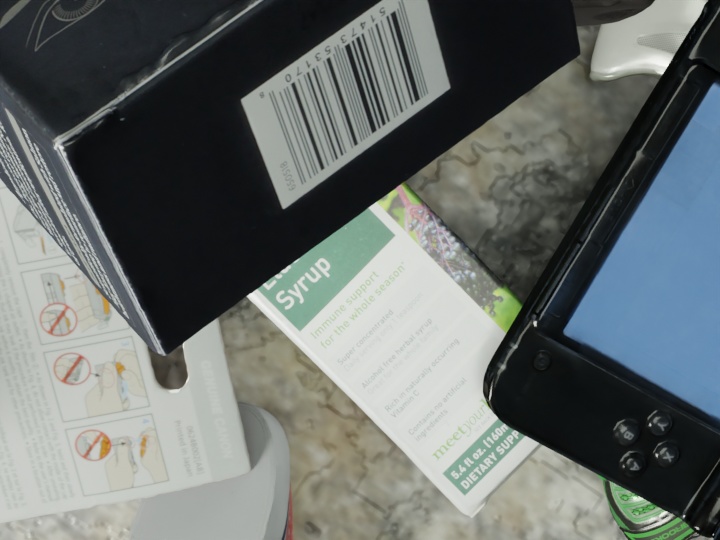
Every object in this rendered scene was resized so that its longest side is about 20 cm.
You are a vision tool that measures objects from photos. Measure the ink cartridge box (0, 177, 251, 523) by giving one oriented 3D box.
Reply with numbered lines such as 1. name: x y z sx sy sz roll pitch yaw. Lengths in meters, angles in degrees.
1. ink cartridge box: -0.157 0.026 0.784 0.198 0.047 0.161 -11 117 1

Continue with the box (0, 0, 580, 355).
1. box: -0.059 -0.111 0.690 0.196 0.200 0.118 -36 141 -14

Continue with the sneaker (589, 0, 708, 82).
1. sneaker: 0.187 -0.059 0.804 0.199 0.074 0.089 33 95 4

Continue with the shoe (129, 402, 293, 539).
1. shoe: -0.055 0.164 0.826 0.071 0.091 0.201 -1 69 32

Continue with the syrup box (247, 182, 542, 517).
1. syrup box: 0.000 0.000 0.797 0.079 0.081 0.200 -44 98 2

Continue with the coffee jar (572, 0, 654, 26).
1. coffee jar: 0.105 -0.196 0.752 0.085 0.104 0.201 22 88 -6

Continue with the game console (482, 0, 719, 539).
1. game console: 0.173 0.020 0.713 0.175 0.116 0.201 29 98 -17

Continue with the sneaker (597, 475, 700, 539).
1. sneaker: 0.201 0.075 0.825 0.199 0.078 0.086 -12 104 8
